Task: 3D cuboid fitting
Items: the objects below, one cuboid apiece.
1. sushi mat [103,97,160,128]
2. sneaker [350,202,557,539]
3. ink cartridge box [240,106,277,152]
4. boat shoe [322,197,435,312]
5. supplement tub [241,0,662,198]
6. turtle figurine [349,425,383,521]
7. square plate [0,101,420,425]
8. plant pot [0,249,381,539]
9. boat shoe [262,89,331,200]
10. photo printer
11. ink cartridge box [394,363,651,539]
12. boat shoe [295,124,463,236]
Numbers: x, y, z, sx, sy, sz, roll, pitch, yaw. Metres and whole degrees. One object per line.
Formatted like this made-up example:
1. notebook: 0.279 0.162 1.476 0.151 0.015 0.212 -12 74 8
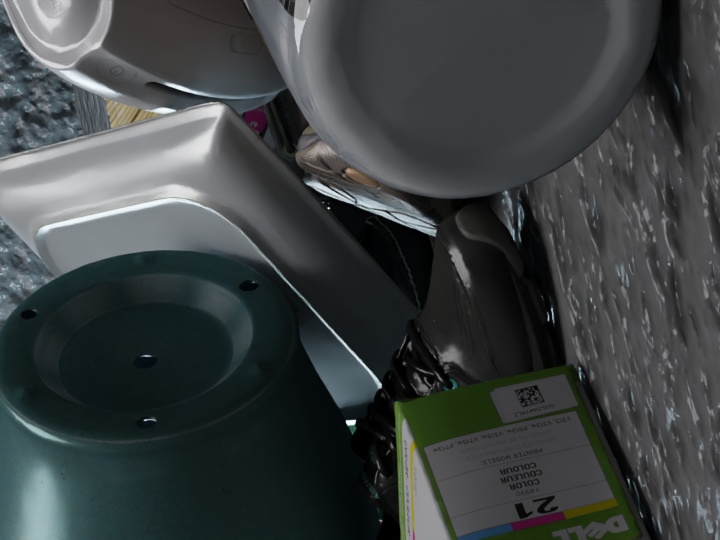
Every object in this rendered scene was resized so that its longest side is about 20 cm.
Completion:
1. sushi mat: -0.096 -0.120 1.395 0.200 0.012 0.096 -51 50 52
2. sneaker: 0.038 0.064 1.080 0.076 0.079 0.201 -115 17 -53
3. ink cartridge box: -0.060 -0.047 1.340 0.201 0.037 0.095 -75 1 -46
4. boat shoe: 0.000 -0.002 1.253 0.199 0.066 0.075 -126 26 -68
5. supplement tub: 0.013 -0.119 0.861 0.200 0.122 0.123 -116 17 -58
6. turtle figurine: -0.027 0.061 1.386 0.150 0.101 0.200 55 164 -25
7. square plate: -0.065 0.012 1.201 0.198 0.029 0.200 -9 131 49
8. plant pot: -0.084 0.102 1.150 0.200 0.199 0.189 -115 16 -53
9. boat shoe: -0.051 -0.125 1.257 0.201 0.066 0.072 60 -175 12
10. photo printer: -0.107 -0.160 1.161 0.166 0.069 0.201 2 -121 -58
11. ink cartridge box: 0.076 0.159 0.983 0.200 0.075 0.148 -110 12 -46
12. boat shoe: 0.019 -0.060 1.104 0.200 0.075 0.072 104 -173 -88
